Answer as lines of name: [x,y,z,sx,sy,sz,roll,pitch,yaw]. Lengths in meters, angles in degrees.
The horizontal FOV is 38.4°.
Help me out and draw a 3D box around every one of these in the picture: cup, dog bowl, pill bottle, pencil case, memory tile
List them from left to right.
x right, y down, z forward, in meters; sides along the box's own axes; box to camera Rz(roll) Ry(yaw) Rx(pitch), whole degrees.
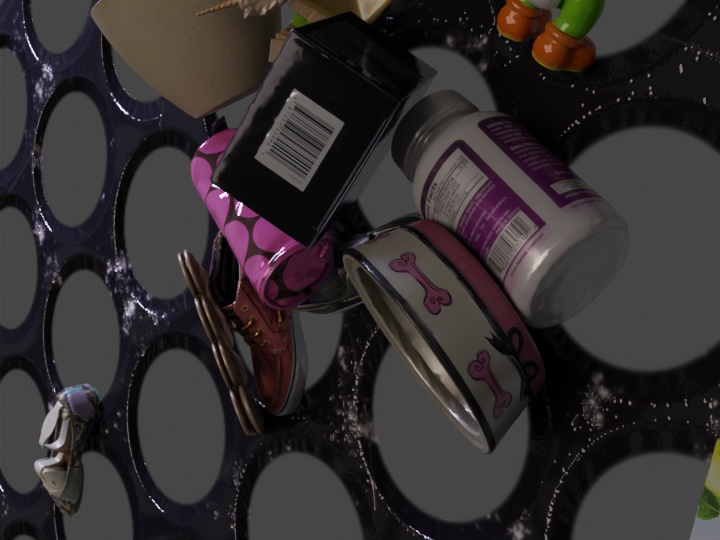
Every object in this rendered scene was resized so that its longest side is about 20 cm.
cup: [-0.160,-0.246,1.087,0.199,0.200,0.144,-17,103,45]
memory tile: [-0.144,0.079,1.093,0.153,0.017,0.202,93,156,-80]
pencil case: [-0.094,-0.057,1.005,0.093,0.091,0.201,-29,54,-6]
dog bowl: [0.071,0.046,0.839,0.074,0.201,0.200,-36,55,-7]
pill bottle: [0.112,-0.057,0.835,0.200,0.112,0.113,50,124,34]

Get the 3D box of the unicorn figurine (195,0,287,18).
unicorn figurine: [-0.063,-0.326,0.984,0.073,0.200,0.138,30,137,19]

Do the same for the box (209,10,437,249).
box: [-0.025,-0.129,0.896,0.104,0.200,0.149,34,113,1]

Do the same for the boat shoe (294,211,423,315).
boat shoe: [0.000,0.000,0.992,0.199,0.056,0.069,-29,70,43]

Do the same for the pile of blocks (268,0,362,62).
pile of blocks: [-0.051,-0.194,1.033,0.081,0.062,0.202,11,99,0]

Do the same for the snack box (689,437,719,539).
snack box: [0.313,0.209,0.668,0.199,0.053,0.144,22,108,44]

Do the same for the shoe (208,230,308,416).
shoe: [-0.111,0.054,1.085,0.071,0.090,0.202,-1,90,46]

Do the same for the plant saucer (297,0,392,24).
plant saucer: [-0.010,-0.324,0.887,0.200,0.199,0.049,-43,51,27]

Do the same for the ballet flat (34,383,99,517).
ballet flat: [-0.412,0.249,1.420,0.072,0.072,0.202,29,111,42]

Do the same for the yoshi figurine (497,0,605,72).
yoshi figurine: [0.184,-0.262,0.792,0.112,0.111,0.201,-79,6,-52]
